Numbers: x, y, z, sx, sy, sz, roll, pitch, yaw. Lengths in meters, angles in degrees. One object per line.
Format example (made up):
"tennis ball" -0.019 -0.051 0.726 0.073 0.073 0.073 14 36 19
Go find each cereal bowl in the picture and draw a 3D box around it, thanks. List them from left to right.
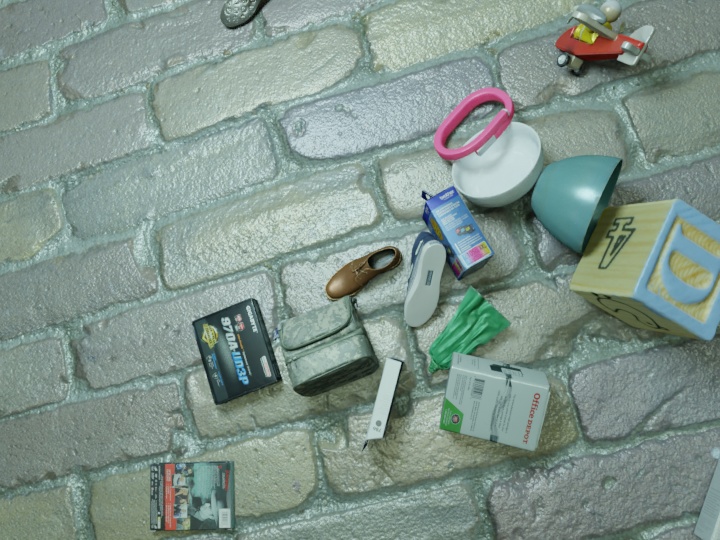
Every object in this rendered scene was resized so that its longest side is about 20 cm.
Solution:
"cereal bowl" 0.305 -0.218 1.188 0.198 0.083 0.203 -20 50 26

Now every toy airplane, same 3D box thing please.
"toy airplane" 0.526 -0.499 1.154 0.196 0.200 0.144 13 97 9

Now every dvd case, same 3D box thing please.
"dvd case" -0.383 0.512 1.242 0.196 0.022 0.149 -5 82 9

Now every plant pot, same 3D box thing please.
"plant pot" 0.435 -0.154 1.134 0.134 0.200 0.202 26 86 25

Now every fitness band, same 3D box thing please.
"fitness band" 0.251 -0.326 1.219 0.200 0.037 0.143 -47 45 -2

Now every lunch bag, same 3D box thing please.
"lunch bag" -0.078 0.161 1.192 0.197 0.140 0.170 -23 63 4

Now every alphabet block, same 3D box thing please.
"alphabet block" 0.566 -0.003 1.054 0.194 0.200 0.198 29 86 -10

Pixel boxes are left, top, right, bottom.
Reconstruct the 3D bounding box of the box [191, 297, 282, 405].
"box" -0.286 0.186 1.259 0.157 0.046 0.203 -20 79 5

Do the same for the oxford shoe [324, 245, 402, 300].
"oxford shoe" 0.000 0.000 1.231 0.198 0.071 0.072 -33 80 5

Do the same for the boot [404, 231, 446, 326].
"boot" 0.137 0.018 1.214 0.072 0.091 0.203 11 111 -14

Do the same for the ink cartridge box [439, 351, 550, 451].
"ink cartridge box" 0.273 0.268 1.125 0.197 0.083 0.149 12 106 10

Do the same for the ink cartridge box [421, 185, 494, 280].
"ink cartridge box" 0.198 -0.091 1.179 0.076 0.137 0.202 -27 79 -1

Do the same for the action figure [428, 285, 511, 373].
"action figure" 0.215 0.147 1.186 0.118 0.055 0.200 43 97 10

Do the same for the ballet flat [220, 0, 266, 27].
"ballet flat" -0.273 -0.691 1.382 0.199 0.046 0.067 -41 110 7

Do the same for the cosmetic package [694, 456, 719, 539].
"cosmetic package" 0.741 0.445 1.058 0.100 0.071 0.203 22 86 11

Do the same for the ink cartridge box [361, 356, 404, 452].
"ink cartridge box" 0.050 0.288 1.169 0.039 0.099 0.203 15 85 9
